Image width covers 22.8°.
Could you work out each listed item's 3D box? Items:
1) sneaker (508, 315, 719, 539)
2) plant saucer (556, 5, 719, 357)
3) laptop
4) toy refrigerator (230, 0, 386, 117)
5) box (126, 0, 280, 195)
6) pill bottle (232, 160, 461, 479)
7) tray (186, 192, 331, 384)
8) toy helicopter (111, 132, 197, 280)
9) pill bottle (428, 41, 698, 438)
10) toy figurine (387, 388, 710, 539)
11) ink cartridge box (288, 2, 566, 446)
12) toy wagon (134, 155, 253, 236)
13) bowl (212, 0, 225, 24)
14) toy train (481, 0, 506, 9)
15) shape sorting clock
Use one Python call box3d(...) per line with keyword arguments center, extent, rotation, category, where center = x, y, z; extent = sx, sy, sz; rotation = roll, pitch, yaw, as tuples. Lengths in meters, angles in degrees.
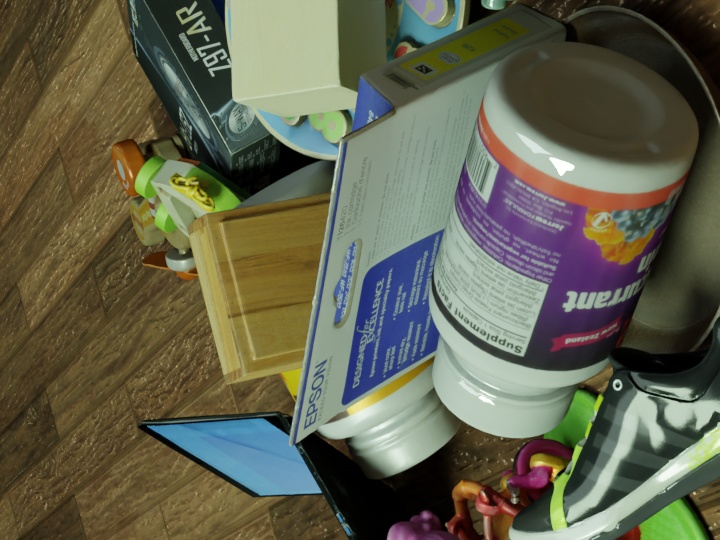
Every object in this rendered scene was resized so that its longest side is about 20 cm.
box3d(center=(0.149, 0.080, 0.943), extent=(0.199, 0.072, 0.083), rotation=(-36, 86, 28), category="sneaker")
box3d(center=(0.151, -0.046, 0.986), extent=(0.200, 0.032, 0.202), rotation=(30, 126, 54), category="plant saucer")
box3d(center=(-0.037, 0.177, 1.244), extent=(0.201, 0.103, 0.177), rotation=(57, -171, 34), category="laptop")
box3d(center=(-0.031, -0.199, 1.078), extent=(0.075, 0.070, 0.202), rotation=(-6, 83, 28), category="toy refrigerator")
box3d(center=(-0.117, -0.137, 1.327), extent=(0.161, 0.043, 0.200), rotation=(60, 170, 7), category="box")
box3d(center=(-0.012, 0.035, 1.198), extent=(0.201, 0.109, 0.109), rotation=(60, 153, -10), category="pill bottle")
box3d(center=(0.000, 0.000, 1.102), extent=(0.037, 0.199, 0.100), rotation=(-26, 77, 60), category="tray")
box3d(center=(-0.166, -0.047, 1.548), extent=(0.133, 0.078, 0.200), rotation=(68, 162, 1), category="toy helicopter")
box3d(center=(0.098, -0.010, 0.949), extent=(0.112, 0.111, 0.201), rotation=(54, 143, 38), category="pill bottle")
box3d(center=(0.085, 0.178, 1.029), extent=(0.150, 0.183, 0.201), rotation=(-51, 55, 55), category="toy figurine")
box3d(center=(0.026, -0.028, 0.985), extent=(0.047, 0.199, 0.199), rotation=(33, 130, 29), category="ink cartridge box")
box3d(center=(-0.095, -0.031, 1.318), extent=(0.155, 0.040, 0.200), rotation=(33, 166, 17), category="toy wagon")
box3d(center=(-0.040, -0.197, 1.246), extent=(0.200, 0.039, 0.202), rotation=(30, 129, 44), category="bowl")
box3d(center=(0.060, -0.196, 0.975), extent=(0.199, 0.113, 0.086), rotation=(22, 115, 39), category="toy train")
box3d(center=(-0.014, -0.170, 1.128), extent=(0.199, 0.039, 0.202), rotation=(0, 90, 43), category="shape sorting clock")
